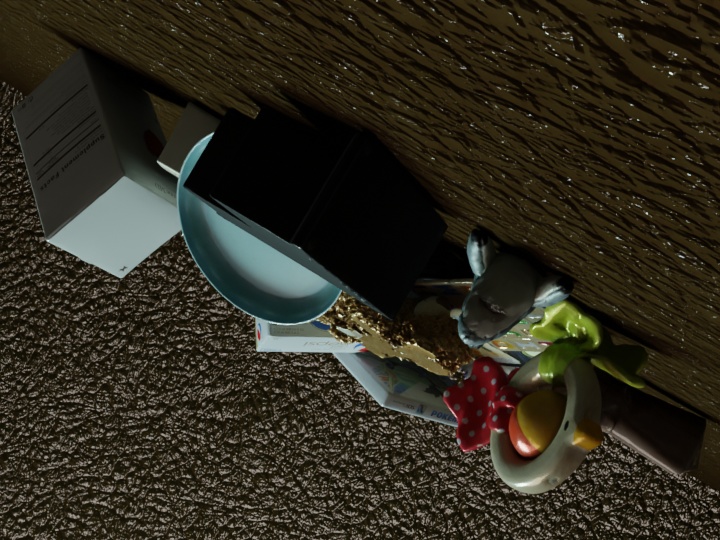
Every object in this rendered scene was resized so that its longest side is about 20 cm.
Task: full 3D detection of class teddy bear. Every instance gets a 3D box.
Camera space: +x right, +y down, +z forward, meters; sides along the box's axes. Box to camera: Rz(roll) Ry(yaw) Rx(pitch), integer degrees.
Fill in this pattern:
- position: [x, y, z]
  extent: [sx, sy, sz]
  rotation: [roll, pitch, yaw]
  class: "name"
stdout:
- position: [0.024, 0.045, 1.160]
  extent: [0.145, 0.067, 0.199]
  rotation: [38, 162, -30]
  class: "teddy bear"

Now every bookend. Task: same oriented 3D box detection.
- position: [-0.058, -0.069, 0.898]
  extent: [0.199, 0.093, 0.199]
  rotation: [30, 176, 26]
  class: "bookend"

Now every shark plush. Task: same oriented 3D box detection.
- position: [0.105, 0.027, 0.971]
  extent: [0.090, 0.084, 0.200]
  rotation: [29, 177, -2]
  class: "shark plush"

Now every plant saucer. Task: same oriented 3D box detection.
- position: [-0.090, -0.044, 1.110]
  extent: [0.198, 0.202, 0.027]
  rotation: [29, -142, 17]
  class: "plant saucer"

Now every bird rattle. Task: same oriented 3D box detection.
- position: [0.154, 0.120, 1.037]
  extent: [0.112, 0.199, 0.164]
  rotation: [36, -145, -26]
  class: "bird rattle"

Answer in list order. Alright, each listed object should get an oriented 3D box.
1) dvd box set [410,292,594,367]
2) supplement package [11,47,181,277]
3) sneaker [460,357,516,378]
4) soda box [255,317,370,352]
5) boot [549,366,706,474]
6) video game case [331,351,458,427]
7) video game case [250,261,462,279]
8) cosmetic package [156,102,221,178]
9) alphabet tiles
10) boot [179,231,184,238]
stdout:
- position: [0.151, 0.063, 1.265]
  extent: [0.145, 0.030, 0.199]
  rotation: [2, 159, 38]
  class: "dvd box set"
- position: [-0.286, -0.118, 1.283]
  extent: [0.121, 0.119, 0.202]
  rotation: [33, -154, -52]
  class: "supplement package"
- position: [0.148, 0.117, 1.443]
  extent: [0.197, 0.117, 0.080]
  rotation: [18, -172, 23]
  class: "sneaker"
- position: [-0.018, 0.052, 1.299]
  extent: [0.197, 0.069, 0.064]
  rotation: [2, 161, -21]
  class: "soda box"
- position: [0.292, 0.189, 1.316]
  extent: [0.198, 0.187, 0.065]
  rotation: [32, 140, 7]
  class: "boot"
- position: [0.046, 0.120, 1.388]
  extent: [0.181, 0.022, 0.200]
  rotation: [20, -165, -39]
  class: "video game case"
- position: [0.000, 0.000, 1.214]
  extent: [0.141, 0.019, 0.199]
  rotation: [0, 177, 32]
  class: "video game case"
- position: [-0.106, -0.090, 1.219]
  extent: [0.198, 0.074, 0.104]
  rotation: [31, 178, -2]
  class: "cosmetic package"
- position: [0.138, 0.046, 1.139]
  extent: [0.198, 0.006, 0.166]
  rotation: [-1, 154, 48]
  class: "alphabet tiles"
- position: [-0.104, -0.035, 1.357]
  extent: [0.198, 0.073, 0.182]
  rotation: [13, -159, -39]
  class: "boot"
